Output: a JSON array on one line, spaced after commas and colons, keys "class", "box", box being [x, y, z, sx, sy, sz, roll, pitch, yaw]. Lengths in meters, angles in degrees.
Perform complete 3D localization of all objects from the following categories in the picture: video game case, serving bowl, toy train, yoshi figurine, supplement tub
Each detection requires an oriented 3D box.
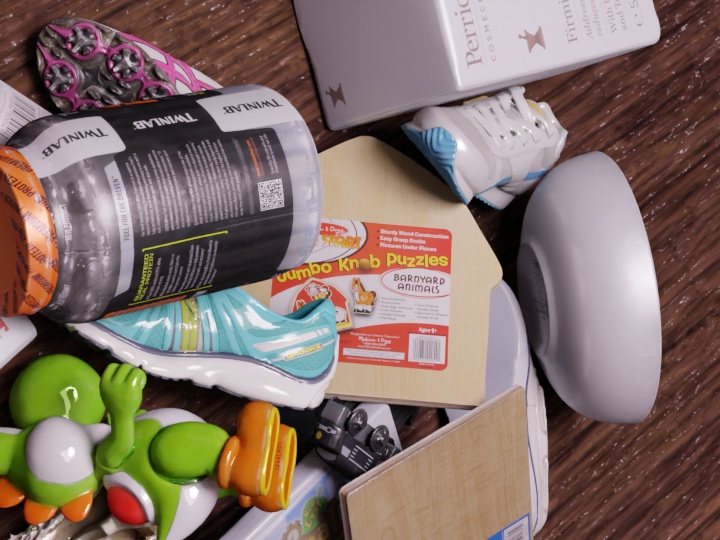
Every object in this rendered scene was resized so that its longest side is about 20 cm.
[{"class": "video game case", "box": [-0.027, 0.215, 1.277, 0.200, 0.022, 0.183, -42, 130, -32]}, {"class": "serving bowl", "box": [0.157, 0.016, 1.385, 0.065, 0.200, 0.202, -7, 88, -9]}, {"class": "toy train", "box": [0.027, 0.143, 1.273, 0.200, 0.034, 0.046, 41, 75, -47]}, {"class": "yoshi figurine", "box": [-0.142, 0.095, 1.167, 0.112, 0.198, 0.113, -65, 154, -66]}, {"class": "supplement tub", "box": [-0.131, -0.039, 1.125, 0.199, 0.122, 0.124, -13, 92, -36]}]

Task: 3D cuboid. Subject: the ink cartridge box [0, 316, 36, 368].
[{"class": "ink cartridge box", "box": [-0.310, 0.044, 1.099, 0.200, 0.083, 0.147, -45, 110, -31]}]

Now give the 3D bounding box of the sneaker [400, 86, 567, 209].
[{"class": "sneaker", "box": [0.090, -0.096, 1.349, 0.077, 0.081, 0.200, 52, 15, 11]}]

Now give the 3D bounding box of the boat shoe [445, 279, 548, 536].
[{"class": "boat shoe", "box": [0.107, 0.103, 1.408, 0.070, 0.070, 0.202, 5, 74, -64]}]

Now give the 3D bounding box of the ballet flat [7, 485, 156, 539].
[{"class": "ballet flat", "box": [-0.162, 0.168, 1.202, 0.200, 0.064, 0.076, -42, 108, -32]}]

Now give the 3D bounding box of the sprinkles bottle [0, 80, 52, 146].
[{"class": "sprinkles bottle", "box": [-0.208, -0.069, 1.184, 0.200, 0.068, 0.069, 35, 66, -34]}]

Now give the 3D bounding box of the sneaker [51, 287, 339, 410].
[{"class": "sneaker", "box": [-0.109, 0.032, 1.216, 0.198, 0.077, 0.080, 14, 91, -18]}]

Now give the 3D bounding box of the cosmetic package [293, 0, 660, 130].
[{"class": "cosmetic package", "box": [0.076, -0.211, 1.356, 0.199, 0.166, 0.169, -17, 94, -35]}]

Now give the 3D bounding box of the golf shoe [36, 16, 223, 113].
[{"class": "golf shoe", "box": [-0.129, -0.103, 1.264, 0.199, 0.092, 0.073, 34, 104, -12]}]

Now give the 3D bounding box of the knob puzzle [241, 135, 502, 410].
[{"class": "knob puzzle", "box": [0.000, 0.000, 1.318, 0.218, 0.031, 0.221, 2, 64, -4]}]

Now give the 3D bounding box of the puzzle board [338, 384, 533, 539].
[{"class": "puzzle board", "box": [0.055, 0.185, 1.292, 0.150, 0.017, 0.201, -29, 133, -25]}]

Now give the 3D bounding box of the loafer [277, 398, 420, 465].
[{"class": "loafer", "box": [0.017, 0.080, 1.345, 0.200, 0.073, 0.073, -40, 126, -26]}]
